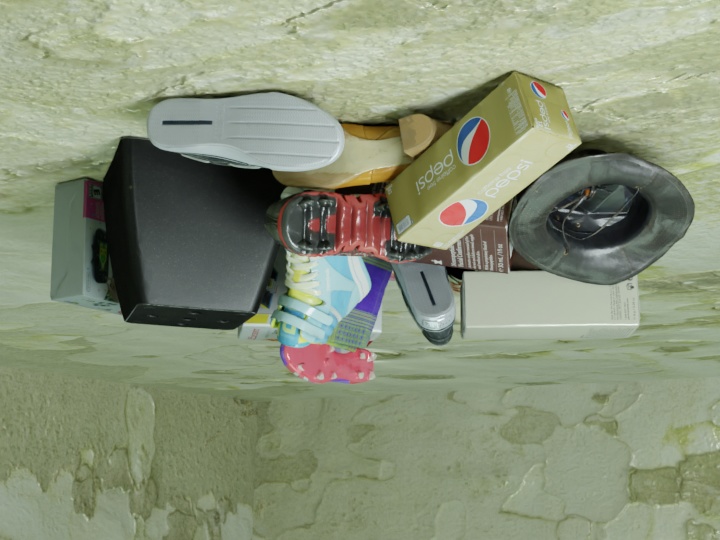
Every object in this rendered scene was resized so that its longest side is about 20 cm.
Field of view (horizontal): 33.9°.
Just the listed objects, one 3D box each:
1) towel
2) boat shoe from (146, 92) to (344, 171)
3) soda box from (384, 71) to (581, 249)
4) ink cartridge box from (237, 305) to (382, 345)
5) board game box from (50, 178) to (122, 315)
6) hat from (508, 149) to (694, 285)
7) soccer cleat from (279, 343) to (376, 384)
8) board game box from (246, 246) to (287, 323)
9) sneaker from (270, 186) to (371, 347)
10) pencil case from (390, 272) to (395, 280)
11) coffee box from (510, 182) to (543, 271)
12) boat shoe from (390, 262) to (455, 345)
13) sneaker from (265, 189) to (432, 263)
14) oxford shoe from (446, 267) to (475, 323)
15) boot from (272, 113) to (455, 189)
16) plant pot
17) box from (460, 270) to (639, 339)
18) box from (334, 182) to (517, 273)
[{"bbox_3d":[0.000,0.000,1.467,0.023,0.201,0.143,20,179,32],"label":"towel"},{"bbox_3d":[-0.107,-0.136,1.148,0.198,0.073,0.071,9,179,14],"label":"boat shoe"},{"bbox_3d":[0.112,-0.099,1.119,0.067,0.064,0.200,10,146,-37],"label":"soda box"},{"bbox_3d":[-0.075,0.025,1.687,0.198,0.146,0.145,4,168,-8],"label":"ink cartridge box"},{"bbox_3d":[-0.295,-0.020,1.497,0.064,0.149,0.199,-9,165,32],"label":"board game box"},{"bbox_3d":[0.253,-0.075,1.276,0.199,0.081,0.202,-3,136,-3],"label":"hat"},{"bbox_3d":[-0.057,0.128,1.667,0.076,0.067,0.199,-3,170,37],"label":"soccer cleat"},{"bbox_3d":[-0.138,-0.010,1.502,0.198,0.154,0.040,1,162,4],"label":"board game box"},{"bbox_3d":[-0.061,0.010,1.307,0.079,0.131,0.200,19,153,35],"label":"sneaker"},{"bbox_3d":[0.111,-0.027,1.575,0.198,0.088,0.087,1,168,1],"label":"pencil case"},{"bbox_3d":[0.242,-0.036,1.436,0.079,0.115,0.200,-6,165,30],"label":"coffee box"},{"bbox_3d":[0.067,0.002,1.399,0.071,0.201,0.071,-7,139,-3],"label":"boat shoe"},{"bbox_3d":[-0.012,-0.047,1.223,0.199,0.072,0.098,2,-176,-34],"label":"sneaker"},{"bbox_3d":[0.119,0.003,1.495,0.070,0.074,0.201,-9,132,5],"label":"oxford shoe"},{"bbox_3d":[0.024,-0.107,1.226,0.200,0.071,0.144,-10,164,27],"label":"boot"},{"bbox_3d":[-0.193,-0.031,1.361,0.198,0.179,0.200,5,167,-18],"label":"plant pot"},{"bbox_3d":[0.215,0.040,1.358,0.198,0.069,0.082,0,166,1],"label":"box"},{"bbox_3d":[0.074,-0.061,1.322,0.198,0.075,0.100,8,151,14],"label":"box"}]
